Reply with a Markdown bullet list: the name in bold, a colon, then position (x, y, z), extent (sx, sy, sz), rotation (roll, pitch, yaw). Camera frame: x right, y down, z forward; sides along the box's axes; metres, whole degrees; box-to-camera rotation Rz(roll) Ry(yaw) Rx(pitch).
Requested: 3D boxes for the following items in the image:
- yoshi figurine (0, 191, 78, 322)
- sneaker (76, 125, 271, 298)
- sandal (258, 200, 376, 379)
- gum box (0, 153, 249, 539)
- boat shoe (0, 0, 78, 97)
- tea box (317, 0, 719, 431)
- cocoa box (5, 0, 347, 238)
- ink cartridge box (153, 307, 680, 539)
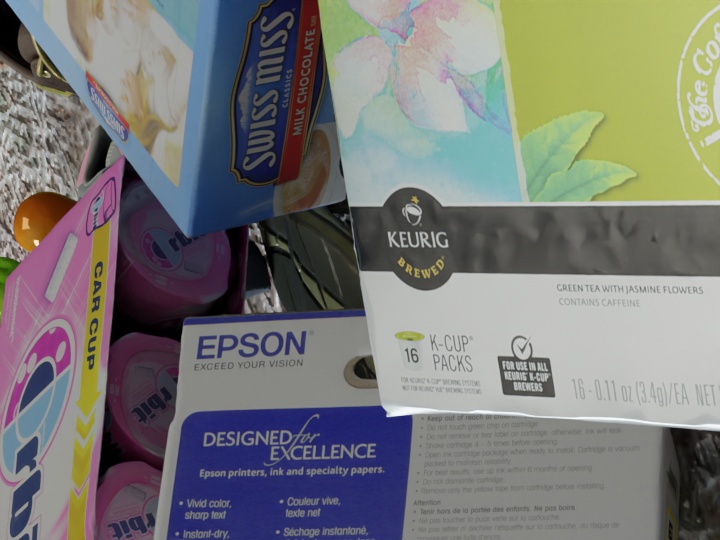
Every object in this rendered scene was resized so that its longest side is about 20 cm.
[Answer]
- **yoshi figurine**: position (-0.175, 0.056, 1.487), extent (0.112, 0.112, 0.200), rotation (-31, 35, 25)
- **sneaker**: position (-0.097, -0.026, 1.394), extent (0.200, 0.070, 0.082), rotation (-162, 62, -68)
- **sandal**: position (0.000, -0.001, 1.270), extent (0.201, 0.057, 0.080), rotation (-126, 26, -62)
- **gum box**: position (-0.104, 0.069, 1.229), extent (0.113, 0.066, 0.201), rotation (-41, 38, 46)
- **boat shoe**: position (-0.146, -0.119, 1.472), extent (0.200, 0.059, 0.072), rotation (34, 131, 52)
- **tea box**: position (0.104, -0.061, 0.901), extent (0.200, 0.133, 0.198), rotation (0, 102, 43)
- **cocoa box**: position (-0.054, -0.132, 1.218), extent (0.200, 0.131, 0.134), rotation (51, 143, 39)
- **ink cartridge box**: position (0.019, 0.110, 1.102), extent (0.047, 0.197, 0.201), rotation (64, -152, -55)
